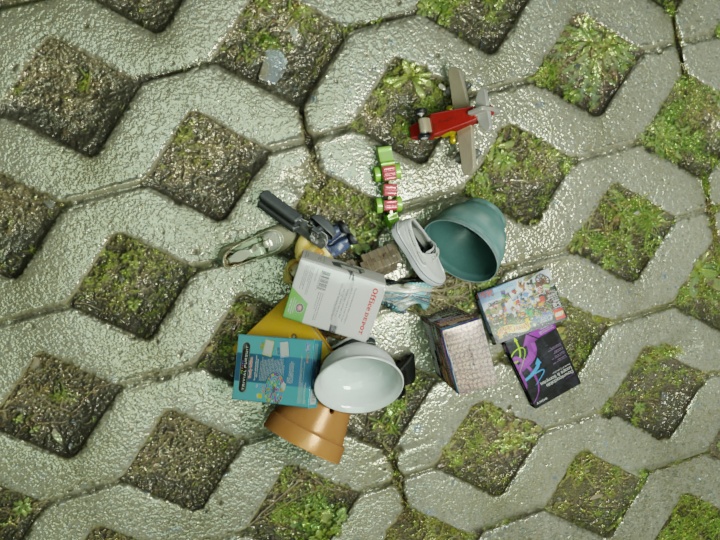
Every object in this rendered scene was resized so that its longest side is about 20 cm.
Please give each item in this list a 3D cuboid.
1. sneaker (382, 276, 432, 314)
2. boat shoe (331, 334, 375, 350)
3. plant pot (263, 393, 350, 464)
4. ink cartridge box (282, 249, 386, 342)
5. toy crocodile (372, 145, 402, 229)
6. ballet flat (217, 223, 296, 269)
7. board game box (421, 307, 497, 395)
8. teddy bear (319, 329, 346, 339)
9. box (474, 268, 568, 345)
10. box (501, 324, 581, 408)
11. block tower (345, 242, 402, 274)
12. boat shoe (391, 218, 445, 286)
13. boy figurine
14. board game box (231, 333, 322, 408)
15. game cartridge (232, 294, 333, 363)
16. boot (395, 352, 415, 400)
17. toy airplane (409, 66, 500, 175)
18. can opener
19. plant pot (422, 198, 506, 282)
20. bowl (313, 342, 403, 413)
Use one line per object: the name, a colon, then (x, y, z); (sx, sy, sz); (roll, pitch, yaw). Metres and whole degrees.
sneaker: (0.081, 0.068, 1.744); (0.199, 0.078, 0.087); (-2, 99, -9)
boat shoe: (-0.051, 0.214, 1.730); (0.199, 0.060, 0.076); (-21, 139, 1)
plant pot: (-0.111, 0.348, 1.684); (0.199, 0.200, 0.141); (29, 80, -10)
ink cartridge box: (-0.058, 0.057, 1.599); (0.199, 0.084, 0.146); (18, 105, -5)
toy crocodile: (0.069, -0.200, 1.723); (0.067, 0.062, 0.201); (-5, 95, -9)
ballet flat: (-0.242, -0.055, 1.685); (0.199, 0.069, 0.070); (-24, 98, -7)
board game box: (0.234, 0.188, 1.716); (0.096, 0.200, 0.160); (-17, 98, -7)
teddy bear: (-0.063, 0.113, 1.711); (0.200, 0.067, 0.145); (-37, 116, 21)
box: (0.405, 0.091, 1.799); (0.199, 0.038, 0.137); (-19, 82, -7)
box: (0.467, 0.237, 1.841); (0.142, 0.036, 0.201); (-28, 100, -6)
block tower: (0.000, 0.000, 1.717); (0.199, 0.058, 0.054); (-22, 68, -11)
boat shoe: (0.153, -0.042, 1.699); (0.200, 0.065, 0.074); (48, 48, -25)
boy figurine: (-0.109, -0.041, 1.709); (0.200, 0.064, 0.125); (-35, 104, -8)
board game box: (-0.190, 0.227, 1.626); (0.199, 0.047, 0.152); (2, 82, 23)
game cartridge: (-0.184, 0.187, 1.673); (0.200, 0.032, 0.177); (-43, 72, 15)
boot: (0.036, 0.250, 1.738); (0.173, 0.200, 0.070); (2, 108, 22)
toy airplane: (0.240, -0.356, 1.698); (0.199, 0.141, 0.200); (38, 104, 21)
can opener: (-0.148, -0.125, 1.680); (0.200, 0.053, 0.067); (37, 51, 10)
plant pot: (0.269, -0.088, 1.715); (0.200, 0.200, 0.134); (45, 60, -10)
bowl: (-0.005, 0.225, 1.592); (0.200, 0.091, 0.202); (-2, 133, -2)
